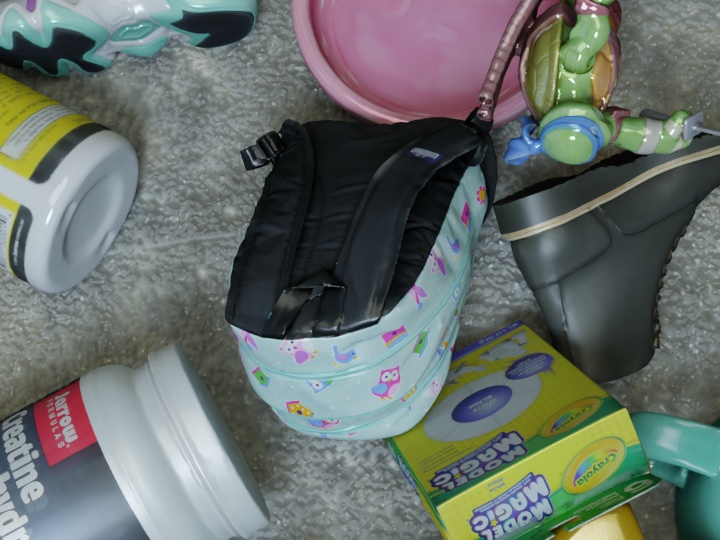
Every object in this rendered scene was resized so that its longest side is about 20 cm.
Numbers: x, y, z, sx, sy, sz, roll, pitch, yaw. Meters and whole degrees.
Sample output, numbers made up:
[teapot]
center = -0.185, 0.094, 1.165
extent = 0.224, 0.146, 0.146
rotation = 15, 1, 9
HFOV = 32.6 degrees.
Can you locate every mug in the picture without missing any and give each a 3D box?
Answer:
[mug]
center = 0.257, 0.141, 0.722
extent = 0.184, 0.114, 0.153
rotation = -10, 74, -1

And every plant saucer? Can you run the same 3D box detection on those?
[plant saucer]
center = 0.053, -0.181, 0.859
extent = 0.200, 0.051, 0.201
rotation = -1, 74, 3

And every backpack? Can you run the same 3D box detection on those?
[backpack]
center = 0.000, 0.000, 0.744
extent = 0.166, 0.127, 0.200
rotation = -5, 41, 22

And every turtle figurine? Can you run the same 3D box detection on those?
[turtle figurine]
center = 0.172, -0.146, 0.726
extent = 0.200, 0.144, 0.194
rotation = -31, 40, 34

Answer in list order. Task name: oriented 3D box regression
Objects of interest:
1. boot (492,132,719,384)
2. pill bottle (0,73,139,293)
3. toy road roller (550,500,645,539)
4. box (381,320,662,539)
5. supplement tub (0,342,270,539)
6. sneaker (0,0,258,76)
[boot]
center = 0.191, -0.009, 0.805
extent = 0.199, 0.077, 0.139
rotation = -20, 96, -16
[pill bottle]
center = -0.258, -0.078, 0.812
extent = 0.200, 0.114, 0.115
rotation = 28, 77, 10
[toy road roller]
center = 0.116, 0.207, 0.683
extent = 0.199, 0.123, 0.146
rotation = -22, 85, 6
[box]
center = 0.081, 0.098, 0.705
extent = 0.117, 0.200, 0.048
rotation = -27, 109, -5
[supplement tub]
center = -0.169, 0.144, 0.729
extent = 0.200, 0.140, 0.141
rotation = -29, 75, -5
[sneaker]
center = -0.179, -0.220, 0.874
extent = 0.199, 0.078, 0.140
rotation = -8, 72, -9
